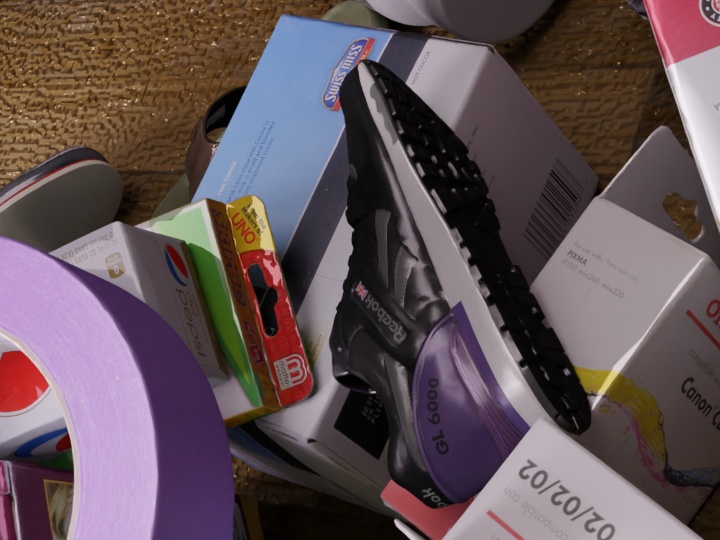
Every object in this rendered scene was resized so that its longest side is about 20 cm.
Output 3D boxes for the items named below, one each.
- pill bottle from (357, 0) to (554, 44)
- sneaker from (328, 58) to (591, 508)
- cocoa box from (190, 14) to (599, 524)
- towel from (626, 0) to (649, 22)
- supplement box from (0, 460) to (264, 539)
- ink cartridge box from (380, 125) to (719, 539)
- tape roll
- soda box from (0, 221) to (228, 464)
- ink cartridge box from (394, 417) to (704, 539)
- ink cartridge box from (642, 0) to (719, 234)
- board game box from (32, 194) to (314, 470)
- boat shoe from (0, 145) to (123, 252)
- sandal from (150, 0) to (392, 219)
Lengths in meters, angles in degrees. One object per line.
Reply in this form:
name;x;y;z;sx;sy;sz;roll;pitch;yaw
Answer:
pill bottle;0.017;-0.201;1.063;0.114;0.114;0.200;-52;48;-3
sneaker;0.014;0.003;0.807;0.087;0.076;0.201;-35;54;19
cocoa box;0.000;0.000;0.938;0.131;0.133;0.201;14;73;38
towel;0.223;-0.176;0.928;0.200;0.086;0.166;-47;49;-1
supplement box;-0.124;0.166;0.862;0.103;0.200;0.132;-20;70;23
ink cartridge box;0.113;0.052;0.841;0.067;0.116;0.201;32;85;41
tape roll;-0.150;0.089;0.742;0.199;0.066;0.202;-6;74;21
soda box;-0.160;0.051;0.830;0.199;0.064;0.069;-24;75;18
ink cartridge box;0.107;0.130;0.736;0.115;0.200;0.068;37;86;37
ink cartridge box;0.218;-0.052;0.761;0.145;0.144;0.201;-19;87;25
board game box;-0.122;0.041;0.865;0.199;0.030;0.096;-20;77;15
boat shoe;-0.224;-0.009;1.147;0.200;0.071;0.063;-41;45;13
sandal;-0.062;-0.075;1.078;0.080;0.057;0.202;31;83;42
